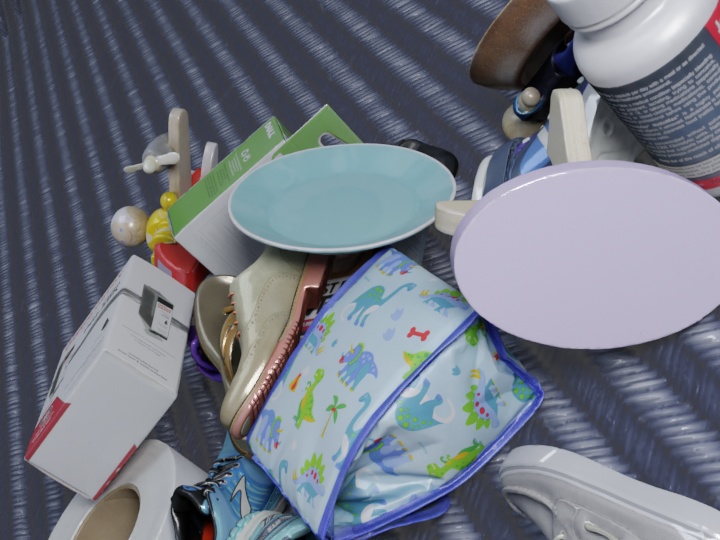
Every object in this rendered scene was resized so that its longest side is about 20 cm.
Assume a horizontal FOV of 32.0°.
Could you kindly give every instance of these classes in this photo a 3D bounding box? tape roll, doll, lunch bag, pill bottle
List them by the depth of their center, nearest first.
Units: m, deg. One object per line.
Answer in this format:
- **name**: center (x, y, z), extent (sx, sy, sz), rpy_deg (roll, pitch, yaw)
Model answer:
- **pill bottle**: center (0.223, -0.158, 0.902), extent (0.119, 0.200, 0.121), rpy_deg (-34, 32, 25)
- **lunch bag**: center (0.014, 0.105, 0.962), extent (0.200, 0.128, 0.170), rpy_deg (-42, 28, -8)
- **doll**: center (0.186, -0.177, 1.087), extent (0.136, 0.049, 0.201), rpy_deg (-26, -19, -42)
- **tape roll**: center (-0.214, 0.261, 1.154), extent (0.201, 0.071, 0.204), rpy_deg (-34, 32, 25)

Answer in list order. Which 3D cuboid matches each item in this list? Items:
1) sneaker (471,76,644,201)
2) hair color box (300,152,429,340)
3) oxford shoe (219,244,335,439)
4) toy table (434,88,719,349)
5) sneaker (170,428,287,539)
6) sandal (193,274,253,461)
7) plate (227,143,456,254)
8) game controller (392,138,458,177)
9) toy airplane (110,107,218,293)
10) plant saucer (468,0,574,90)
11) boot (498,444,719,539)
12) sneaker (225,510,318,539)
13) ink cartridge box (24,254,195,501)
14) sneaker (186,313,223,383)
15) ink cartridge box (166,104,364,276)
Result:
- **sneaker**: center (0.160, -0.108, 1.054), extent (0.145, 0.080, 0.202), rpy_deg (8, 67, 53)
- **hair color box**: center (0.000, 0.000, 1.139), extent (0.098, 0.061, 0.203), rpy_deg (-12, 52, 36)
- **oxford shoe**: center (-0.083, 0.046, 1.061), extent (0.071, 0.073, 0.202), rpy_deg (102, -170, -60)
- **toy table**: center (0.154, -0.024, 0.890), extent (0.117, 0.196, 0.187), rpy_deg (-107, 29, -69)
- **sneaker**: center (-0.114, 0.195, 1.071), extent (0.078, 0.090, 0.202), rpy_deg (-29, 34, 32)
- **sandal**: center (-0.098, 0.077, 1.123), extent (0.054, 0.079, 0.202), rpy_deg (105, 154, -47)
- **plate**: center (-0.015, -0.057, 1.076), extent (0.196, 0.026, 0.201), rpy_deg (-3, 30, 2)
- **game controller**: center (0.017, -0.043, 1.237), extent (0.104, 0.042, 0.201), rpy_deg (27, 78, 46)
- **toy airplane**: center (-0.206, -0.060, 1.391), extent (0.199, 0.138, 0.204), rpy_deg (133, 134, -78)
- **plant saucer**: center (0.184, -0.223, 1.113), extent (0.199, 0.037, 0.201), rpy_deg (-36, -15, -11)
- **boot**: center (0.136, 0.173, 0.759), extent (0.096, 0.074, 0.199), rpy_deg (-51, 29, -19)
- **sneaker**: center (-0.080, 0.268, 0.953), extent (0.085, 0.078, 0.202), rpy_deg (-18, 42, 38)
- **ink cartridge box**: center (-0.238, 0.098, 1.217), extent (0.147, 0.082, 0.201), rpy_deg (-51, 18, 19)
- **sneaker**: center (-0.139, 0.067, 1.241), extent (0.199, 0.082, 0.082), rpy_deg (17, 106, 60)
- **ink cartridge box**: center (-0.083, -0.077, 1.235), extent (0.199, 0.104, 0.060), rpy_deg (-40, 33, 10)
